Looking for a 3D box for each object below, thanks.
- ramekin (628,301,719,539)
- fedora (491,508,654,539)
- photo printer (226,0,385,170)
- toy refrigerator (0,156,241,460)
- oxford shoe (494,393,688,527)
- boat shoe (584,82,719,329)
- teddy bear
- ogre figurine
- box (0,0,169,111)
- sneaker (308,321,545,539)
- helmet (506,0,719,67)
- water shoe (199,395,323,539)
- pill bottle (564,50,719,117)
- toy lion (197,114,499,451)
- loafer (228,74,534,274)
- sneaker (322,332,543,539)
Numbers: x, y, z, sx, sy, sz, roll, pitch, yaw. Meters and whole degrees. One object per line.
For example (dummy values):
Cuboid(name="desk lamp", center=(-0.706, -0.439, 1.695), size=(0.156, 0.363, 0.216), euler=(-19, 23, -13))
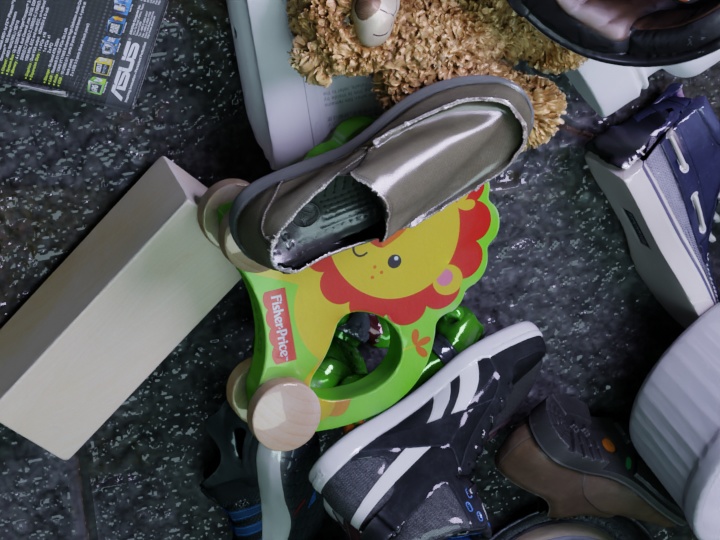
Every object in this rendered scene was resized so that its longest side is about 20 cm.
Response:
Cuboid(name="ramekin", center=(0.294, 0.099, 1.537), size=(0.200, 0.098, 0.200), euler=(-28, 147, -20))
Cuboid(name="fedora", center=(0.170, 0.282, 1.633), size=(0.201, 0.092, 0.201), euler=(-8, 119, -14))
Cuboid(name="photo printer", center=(-0.002, -0.162, 1.359), size=(0.166, 0.069, 0.200), euler=(-15, 121, -9))
Cuboid(name="toy refrigerator", center=(-0.167, 0.025, 1.407), size=(0.200, 0.070, 0.076), euler=(-46, 127, 10))
Cuboid(name="oxford shoe", center=(0.177, 0.157, 1.589), size=(0.200, 0.073, 0.084), euler=(28, 124, -36))
Cuboid(name="boat shoe", center=(0.239, -0.043, 1.500), size=(0.093, 0.075, 0.200), euler=(-40, 132, -10))
Cuboid(name="teddy bear", center=(0.054, -0.143, 1.301), size=(0.200, 0.067, 0.145), euler=(34, 98, -26))
Cuboid(name="ogre figurine", center=(-0.005, 0.050, 1.459), size=(0.120, 0.098, 0.200), euler=(-61, 149, 3))
Cuboid(name="box", center=(-0.205, -0.212, 1.284), size=(0.193, 0.048, 0.200), euler=(12, 113, -20))
Cuboid(name="sneaker", center=(0.073, 0.129, 1.440), size=(0.200, 0.112, 0.073), euler=(-34, 164, -20))
Cuboid(name="helmet", center=(0.182, -0.236, 1.247), size=(0.200, 0.200, 0.191), euler=(53, 49, -31))
Cuboid(name="water shoe", center=(-0.074, 0.161, 1.516), size=(0.072, 0.079, 0.200), euler=(-48, 155, -40))
Cuboid(name="pill bottle", center=(0.219, -0.194, 1.387), size=(0.200, 0.114, 0.114), euler=(-35, 122, 2))
Cuboid(name="toy lion", center=(0.000, 0.000, 1.363), size=(0.192, 0.069, 0.200), euler=(-13, 110, -16))
Cuboid(name="loafer", center=(0.019, -0.049, 1.262), size=(0.200, 0.070, 0.075), euler=(-29, 121, 2))
Cuboid(name="sneaker", center=(0.067, 0.139, 1.512), size=(0.200, 0.116, 0.076), euler=(-42, 121, 7))
